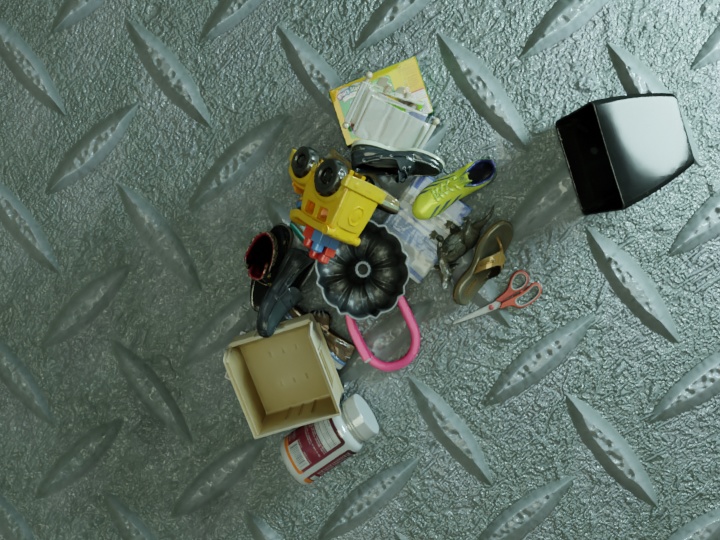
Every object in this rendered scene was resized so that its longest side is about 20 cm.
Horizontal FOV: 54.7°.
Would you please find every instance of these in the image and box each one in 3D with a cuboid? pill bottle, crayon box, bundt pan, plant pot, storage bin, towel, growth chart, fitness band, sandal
[{"bbox_3d":[-0.066,0.361,1.500,0.198,0.114,0.115,-35,90,9],"label":"pill bottle"},{"bbox_3d":[0.044,-0.349,1.452,0.196,0.058,0.121,-19,92,9],"label":"crayon box"},{"bbox_3d":[0.000,0.000,1.438,0.197,0.076,0.207,1,86,-8],"label":"bundt pan"},{"bbox_3d":[0.515,-0.236,1.340,0.174,0.200,0.204,-19,92,-2],"label":"plant pot"},{"bbox_3d":[-0.158,0.218,1.454,0.196,0.094,0.203,-17,105,11],"label":"storage bin"},{"bbox_3d":[0.125,-0.091,1.482,0.146,0.024,0.202,37,98,2],"label":"towel"},{"bbox_3d":[0.063,-0.303,1.406,0.197,0.018,0.145,25,121,-24],"label":"growth chart"},{"bbox_3d":[0.047,0.120,1.504,0.141,0.037,0.203,-26,92,9],"label":"fitness band"},{"bbox_3d":[0.262,-0.008,1.438,0.054,0.079,0.203,43,107,47],"label":"sandal"}]

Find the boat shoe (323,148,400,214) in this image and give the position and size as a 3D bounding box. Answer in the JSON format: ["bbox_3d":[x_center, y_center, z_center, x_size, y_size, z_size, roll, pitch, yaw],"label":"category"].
[{"bbox_3d":[0.006,-0.194,1.465,0.198,0.072,0.077,32,85,7],"label":"boat shoe"}]

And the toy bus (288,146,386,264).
[{"bbox_3d":[-0.073,-0.122,1.362,0.199,0.134,0.195,31,100,40],"label":"toy bus"}]

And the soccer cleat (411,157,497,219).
[{"bbox_3d":[0.191,-0.171,1.419,0.197,0.084,0.066,-30,88,-4],"label":"soccer cleat"}]

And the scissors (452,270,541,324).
[{"bbox_3d":[0.292,0.079,1.478,0.199,0.014,0.074,-39,91,7],"label":"scissors"}]

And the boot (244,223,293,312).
[{"bbox_3d":[-0.204,0.001,1.468,0.072,0.151,0.204,22,98,5],"label":"boot"}]

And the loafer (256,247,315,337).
[{"bbox_3d":[-0.151,0.047,1.428,0.069,0.068,0.204,17,67,19],"label":"loafer"}]

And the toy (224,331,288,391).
[{"bbox_3d":[-0.200,0.229,1.540,0.196,0.047,0.117,24,99,5],"label":"toy"}]

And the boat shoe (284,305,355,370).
[{"bbox_3d":[-0.093,0.121,1.511,0.072,0.072,0.200,-45,98,4],"label":"boat shoe"}]

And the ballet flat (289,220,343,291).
[{"bbox_3d":[-0.074,-0.038,1.497,0.070,0.069,0.202,-34,94,-9],"label":"ballet flat"}]

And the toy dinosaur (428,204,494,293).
[{"bbox_3d":[0.204,-0.061,1.450,0.076,0.102,0.201,35,86,34],"label":"toy dinosaur"}]

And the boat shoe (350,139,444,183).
[{"bbox_3d":[0.072,-0.212,1.420,0.195,0.075,0.067,14,63,-5],"label":"boat shoe"}]
